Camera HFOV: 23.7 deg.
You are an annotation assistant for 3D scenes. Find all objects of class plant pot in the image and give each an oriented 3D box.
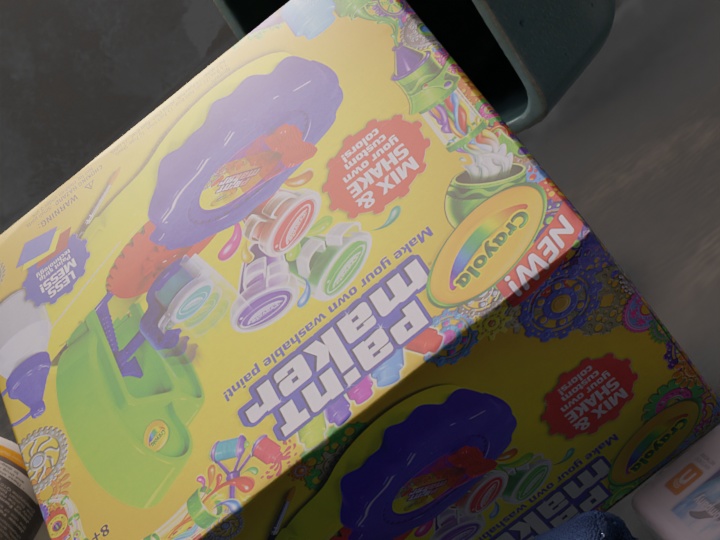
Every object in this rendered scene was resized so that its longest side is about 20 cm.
[{"bbox_3d":[0.056,-0.191,1.153,0.195,0.197,0.200,-25,10,45],"label":"plant pot"}]

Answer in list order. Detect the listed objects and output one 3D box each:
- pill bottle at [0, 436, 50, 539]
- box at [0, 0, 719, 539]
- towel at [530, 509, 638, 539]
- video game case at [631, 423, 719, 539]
[{"bbox_3d":[-0.220,0.173,0.859,0.116,0.117,0.200,-35,14,18],"label":"pill bottle"},{"bbox_3d":[-0.014,0.025,0.620,0.200,0.122,0.193,-39,44,5],"label":"box"},{"bbox_3d":[0.002,0.150,0.495,0.200,0.049,0.112,-35,15,22],"label":"towel"},{"bbox_3d":[0.174,0.039,0.450,0.182,0.023,0.200,-40,14,-1],"label":"video game case"}]
